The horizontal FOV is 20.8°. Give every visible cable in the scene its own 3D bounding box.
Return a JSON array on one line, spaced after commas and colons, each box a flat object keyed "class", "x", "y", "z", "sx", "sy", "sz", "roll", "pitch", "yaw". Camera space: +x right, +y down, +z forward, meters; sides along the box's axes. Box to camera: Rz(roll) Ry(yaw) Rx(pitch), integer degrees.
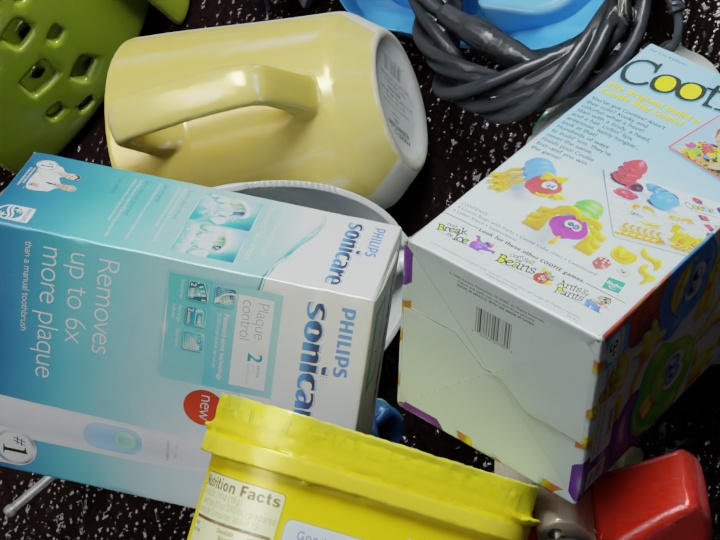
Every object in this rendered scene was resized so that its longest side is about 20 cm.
[{"class": "cable", "x": 0.095, "y": -0.178, "z": 1.076, "sx": 0.163, "sy": 0.051, "sz": 0.200, "roll": -26, "pitch": 65, "yaw": 29}]

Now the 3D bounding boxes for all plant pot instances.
[{"class": "plant pot", "x": -0.235, "y": -0.212, "z": 1.265, "sx": 0.181, "sy": 0.200, "sz": 0.199, "roll": -38, "pitch": 58, "yaw": 8}]

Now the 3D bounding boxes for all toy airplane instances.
[{"class": "toy airplane", "x": 0.098, "y": 0.172, "z": 0.971, "sx": 0.199, "sy": 0.141, "sz": 0.200, "roll": 16, "pitch": 87, "yaw": 67}]

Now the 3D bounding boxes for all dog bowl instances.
[{"class": "dog bowl", "x": 0.078, "y": -0.177, "z": 1.139, "sx": 0.200, "sy": 0.050, "sz": 0.112, "roll": 13, "pitch": 82, "yaw": 35}]

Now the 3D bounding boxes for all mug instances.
[{"class": "mug", "x": -0.050, "y": -0.072, "z": 1.121, "sx": 0.153, "sy": 0.150, "sz": 0.187, "roll": -13, "pitch": 23, "yaw": 19}]

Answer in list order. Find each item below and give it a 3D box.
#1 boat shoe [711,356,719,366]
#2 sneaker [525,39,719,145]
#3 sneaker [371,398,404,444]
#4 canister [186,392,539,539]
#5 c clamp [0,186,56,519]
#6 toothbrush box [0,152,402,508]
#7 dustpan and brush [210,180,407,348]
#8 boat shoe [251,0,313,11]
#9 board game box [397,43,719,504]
[{"class": "boat shoe", "x": 0.131, "y": 0.028, "z": 1.028, "sx": 0.200, "sy": 0.065, "sz": 0.074, "roll": 2, "pitch": 56, "yaw": 12}, {"class": "sneaker", "x": 0.108, "y": -0.053, "z": 1.068, "sx": 0.200, "sy": 0.075, "sz": 0.089, "roll": -31, "pitch": 48, "yaw": 3}, {"class": "sneaker", "x": -0.034, "y": 0.097, "z": 1.119, "sx": 0.105, "sy": 0.076, "sz": 0.200, "roll": -37, "pitch": 56, "yaw": -5}, {"class": "canister", "x": -0.020, "y": 0.170, "z": 0.860, "sx": 0.087, "sy": 0.148, "sz": 0.200, "roll": 178, "pitch": 109, "yaw": -73}, {"class": "c clamp", "x": -0.192, "y": 0.027, "z": 1.222, "sx": 0.171, "sy": 0.027, "sz": 0.200, "roll": -33, "pitch": 64, "yaw": -4}, {"class": "toothbrush box", "x": -0.089, "y": 0.038, "z": 1.002, "sx": 0.200, "sy": 0.085, "sz": 0.147, "roll": 12, "pitch": 120, "yaw": 5}, {"class": "dustpan and brush", "x": 0.000, "y": 0.000, "z": 1.077, "sx": 0.057, "sy": 0.200, "sz": 0.140, "roll": 22, "pitch": 128, "yaw": 53}, {"class": "boat shoe", "x": -0.037, "y": -0.233, "z": 1.163, "sx": 0.075, "sy": 0.200, "sz": 0.093, "roll": -9, "pitch": 70, "yaw": -11}, {"class": "board game box", "x": 0.119, "y": -0.004, "z": 0.918, "sx": 0.105, "sy": 0.103, "sz": 0.200, "roll": 28, "pitch": 47, "yaw": 28}]
